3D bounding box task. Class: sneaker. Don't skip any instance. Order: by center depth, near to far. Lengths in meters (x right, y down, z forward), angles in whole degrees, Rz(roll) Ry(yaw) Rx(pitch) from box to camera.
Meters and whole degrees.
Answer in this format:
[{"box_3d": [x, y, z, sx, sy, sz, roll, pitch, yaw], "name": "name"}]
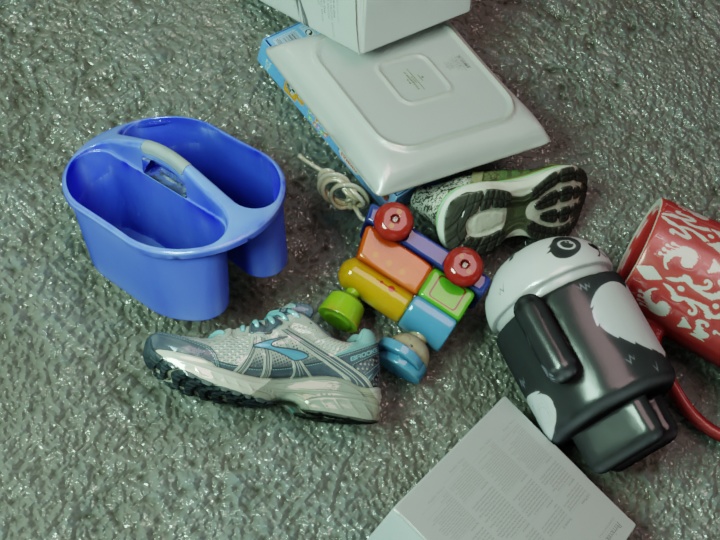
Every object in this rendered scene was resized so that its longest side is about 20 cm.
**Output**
[{"box_3d": [-0.075, 0.066, 1.057, 0.198, 0.078, 0.087, 14, 75, -22], "name": "sneaker"}, {"box_3d": [0.128, -0.071, 1.217, 0.199, 0.078, 0.088, -8, 29, -39], "name": "sneaker"}]

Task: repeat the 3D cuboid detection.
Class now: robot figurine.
[{"box_3d": [0.188, 0.067, 1.122, 0.124, 0.151, 0.201, -21, 69, -14], "name": "robot figurine"}]

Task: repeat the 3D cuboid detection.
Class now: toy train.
[{"box_3d": [0.000, 0.000, 1.133, 0.199, 0.085, 0.116, 33, 70, 3], "name": "toy train"}]

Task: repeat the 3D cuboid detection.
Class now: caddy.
[{"box_3d": [-0.146, -0.054, 1.056, 0.199, 0.106, 0.141, 30, 53, 35], "name": "caddy"}]

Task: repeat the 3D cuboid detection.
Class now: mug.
[{"box_3d": [0.327, 0.041, 1.185, 0.199, 0.134, 0.178, 27, 54, 2], "name": "mug"}]

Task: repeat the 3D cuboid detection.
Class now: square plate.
[{"box_3d": [0.045, -0.165, 1.201, 0.197, 0.029, 0.200, -19, 57, -29], "name": "square plate"}]

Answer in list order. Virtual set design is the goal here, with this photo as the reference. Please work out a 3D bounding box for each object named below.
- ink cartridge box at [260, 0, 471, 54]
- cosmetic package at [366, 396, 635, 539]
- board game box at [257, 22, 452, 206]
[{"box_3d": [-0.010, -0.290, 1.238, 0.145, 0.084, 0.200, -27, 44, -31], "name": "ink cartridge box"}, {"box_3d": [0.113, 0.203, 1.025, 0.151, 0.052, 0.200, 43, 35, 10], "name": "cosmetic package"}, {"box_3d": [0.021, -0.166, 1.254, 0.151, 0.037, 0.200, -31, 73, -31], "name": "board game box"}]
